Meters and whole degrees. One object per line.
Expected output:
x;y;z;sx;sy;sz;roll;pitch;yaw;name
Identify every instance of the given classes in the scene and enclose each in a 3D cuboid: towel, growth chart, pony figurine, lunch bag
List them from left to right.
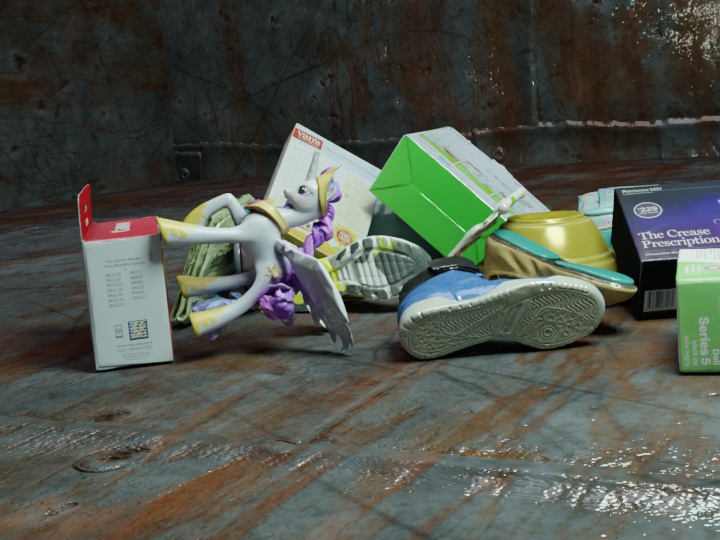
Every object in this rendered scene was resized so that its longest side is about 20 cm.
-0.176;-0.015;1.345;0.036;0.151;0.200;21;12;5;towel
-0.089;-0.005;1.117;0.197;0.196;0.166;-19;10;-10;pony figurine
0.117;-0.023;1.248;0.200;0.018;0.145;-48;-5;26;growth chart
0.400;-0.081;1.634;0.157;0.079;0.200;-3;9;11;lunch bag

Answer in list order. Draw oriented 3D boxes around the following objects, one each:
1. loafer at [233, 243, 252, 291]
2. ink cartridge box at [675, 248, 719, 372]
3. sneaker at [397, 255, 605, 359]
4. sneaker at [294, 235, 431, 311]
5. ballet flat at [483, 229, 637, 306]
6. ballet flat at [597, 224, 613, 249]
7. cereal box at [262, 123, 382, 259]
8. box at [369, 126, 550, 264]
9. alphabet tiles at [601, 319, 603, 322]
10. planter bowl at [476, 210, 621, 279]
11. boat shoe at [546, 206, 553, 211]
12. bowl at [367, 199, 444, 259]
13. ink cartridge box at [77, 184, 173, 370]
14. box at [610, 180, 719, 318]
-0.117;-0.007;1.351;0.062;0.073;0.200;-3;-9;1;loafer
0.376;0.029;0.936;0.196;0.086;0.145;-2;10;18;ink cartridge box
0.132;0.026;1.063;0.196;0.078;0.112;-11;26;3;sneaker
0.000;0.000;1.310;0.197;0.076;0.084;-9;1;26;sneaker
0.202;0.012;1.125;0.068;0.064;0.199;5;14;-37;ballet flat
0.366;-0.041;1.461;0.196;0.071;0.070;-5;9;0;ballet flat
-0.052;-0.091;1.431;0.142;0.040;0.202;28;44;-11;cereal box
0.140;-0.092;1.447;0.199;0.097;0.176;41;23;11;box
0.168;0.042;1.191;0.192;0.015;0.200;-2;9;14;alphabet tiles
0.217;-0.023;1.262;0.196;0.085;0.200;-5;9;1;planter bowl
0.242;-0.078;1.757;0.073;0.064;0.200;-13;11;-31;boat shoe
0.046;-0.052;1.555;0.197;0.107;0.201;-4;10;1;bowl
-0.253;-0.004;1.177;0.082;0.179;0.200;-6;10;-11;ink cartridge box
0.378;-0.028;1.152;0.196;0.080;0.142;-5;34;2;box
